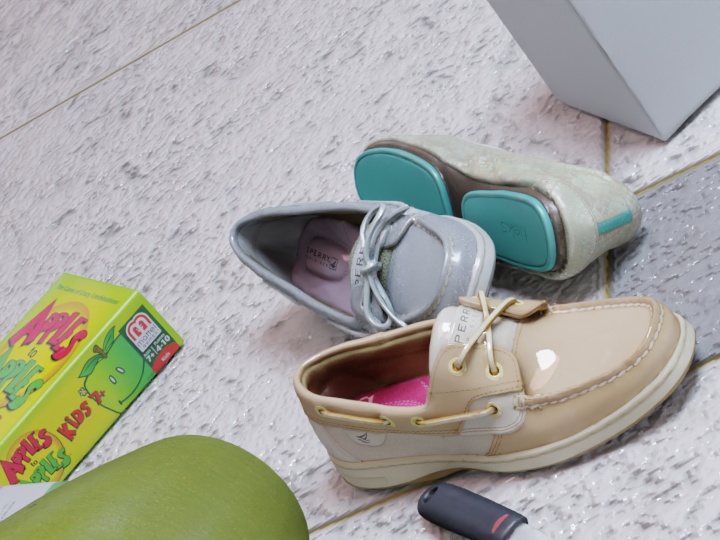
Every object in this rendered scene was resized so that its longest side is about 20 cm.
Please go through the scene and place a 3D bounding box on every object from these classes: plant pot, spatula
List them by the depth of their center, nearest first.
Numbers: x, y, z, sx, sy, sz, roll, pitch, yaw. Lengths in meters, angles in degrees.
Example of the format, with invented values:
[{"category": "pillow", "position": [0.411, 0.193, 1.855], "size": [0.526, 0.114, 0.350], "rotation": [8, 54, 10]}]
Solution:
[{"category": "spatula", "position": [0.075, 0.115, 0.809], "size": [0.057, 0.021, 0.200], "rotation": [-48, 28, -12]}, {"category": "plant pot", "position": [-0.101, 0.161, 0.819], "size": [0.187, 0.187, 0.200], "rotation": [-22, 19, 31]}]

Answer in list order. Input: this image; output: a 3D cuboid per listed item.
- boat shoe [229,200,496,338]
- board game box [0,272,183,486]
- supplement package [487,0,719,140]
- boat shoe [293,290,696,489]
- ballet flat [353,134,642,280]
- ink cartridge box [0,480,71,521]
[{"category": "boat shoe", "position": [0.000, -0.002, 1.002], "size": [0.202, 0.065, 0.075], "rotation": [19, 94, 62]}, {"category": "board game box", "position": [-0.204, 0.093, 1.160], "size": [0.200, 0.048, 0.101], "rotation": [-50, 29, -19]}, {"category": "supplement package", "position": [0.170, -0.185, 1.032], "size": [0.200, 0.117, 0.117], "rotation": [-43, 28, -7]}, {"category": "boat shoe", "position": [0.052, 0.047, 0.887], "size": [0.200, 0.069, 0.074], "rotation": [-20, 33, 34]}, {"category": "ballet flat", "position": [0.070, -0.034, 1.014], "size": [0.062, 0.068, 0.200], "rotation": [-20, 22, -26]}, {"category": "ink cartridge box", "position": [-0.194, 0.185, 0.970], "size": [0.200, 0.088, 0.145], "rotation": [-8, 40, 43]}]
